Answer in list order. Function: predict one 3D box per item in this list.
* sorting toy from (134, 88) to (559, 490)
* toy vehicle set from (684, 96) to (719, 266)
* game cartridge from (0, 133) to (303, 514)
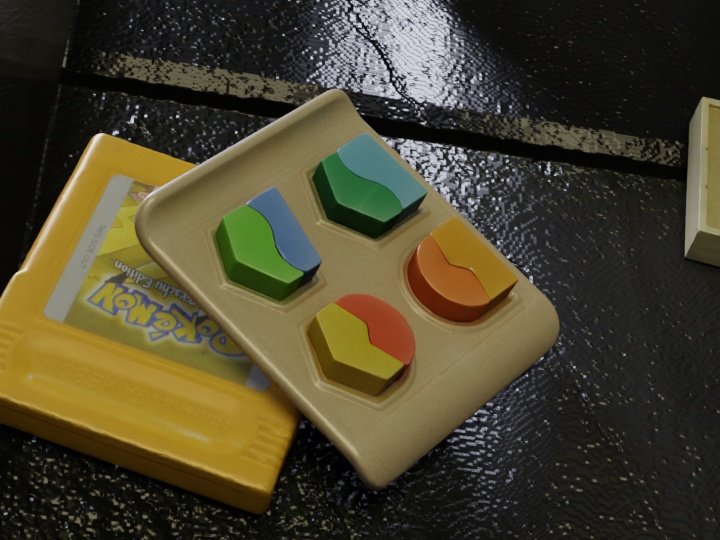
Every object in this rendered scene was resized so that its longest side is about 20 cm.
[{"bbox_3d":[0.000,0.000,1.039,0.200,0.037,0.185,48,48,9],"label":"sorting toy"},{"bbox_3d":[0.306,-0.037,1.196,0.198,0.027,0.125,14,48,-2],"label":"toy vehicle set"},{"bbox_3d":[-0.102,0.023,1.033,0.175,0.033,0.201,19,46,2],"label":"game cartridge"}]
